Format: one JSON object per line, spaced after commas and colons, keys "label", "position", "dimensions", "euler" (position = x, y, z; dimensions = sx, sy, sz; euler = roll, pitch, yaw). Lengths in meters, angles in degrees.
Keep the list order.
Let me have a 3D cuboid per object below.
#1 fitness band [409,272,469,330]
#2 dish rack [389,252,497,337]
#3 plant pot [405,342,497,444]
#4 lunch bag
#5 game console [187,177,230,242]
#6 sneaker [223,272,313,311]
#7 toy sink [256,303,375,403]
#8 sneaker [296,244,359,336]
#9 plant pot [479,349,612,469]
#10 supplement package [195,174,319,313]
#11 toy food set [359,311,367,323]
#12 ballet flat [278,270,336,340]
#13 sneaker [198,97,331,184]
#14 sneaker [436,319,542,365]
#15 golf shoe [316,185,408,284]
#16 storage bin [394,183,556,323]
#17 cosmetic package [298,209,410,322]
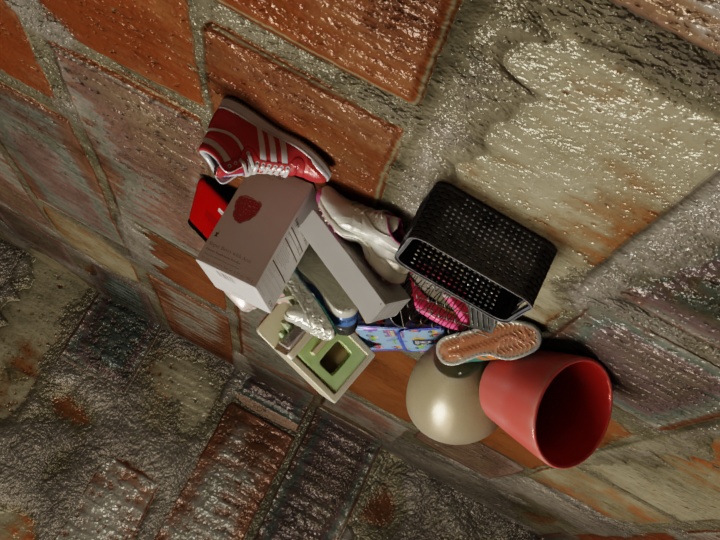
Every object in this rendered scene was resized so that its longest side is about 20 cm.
{"label": "fitness band", "position": [0.129, 0.044, 1.612], "dimensions": [0.142, 0.038, 0.200], "euler": [15, 157, 37]}
{"label": "dish rack", "position": [0.131, 0.040, 1.487], "dimensions": [0.197, 0.055, 0.155], "euler": [17, 135, 34]}
{"label": "plant pot", "position": [0.184, 0.207, 1.710], "dimensions": [0.198, 0.201, 0.136], "euler": [21, 143, 21]}
{"label": "lunch bag", "position": [0.098, 0.110, 1.794], "dimensions": [0.196, 0.096, 0.151], "euler": [9, 158, 15]}
{"label": "game console", "position": [-0.232, -0.071, 1.758], "dimensions": [0.200, 0.118, 0.174], "euler": [43, 132, 23]}
{"label": "sneaker", "position": [-0.164, 0.033, 1.665], "dimensions": [0.198, 0.076, 0.105], "euler": [20, 124, -25]}
{"label": "toy sink", "position": [-0.089, 0.143, 1.796], "dimensions": [0.200, 0.131, 0.112], "euler": [47, 168, -16]}
{"label": "sneaker", "position": [-0.066, 0.031, 1.620], "dimensions": [0.201, 0.076, 0.112], "euler": [50, 157, 30]}
{"label": "plant pot", "position": [0.318, 0.228, 1.602], "dimensions": [0.200, 0.202, 0.176], "euler": [40, 167, -34]}
{"label": "supplement package", "position": [-0.164, -0.057, 1.512], "dimensions": [0.120, 0.202, 0.120], "euler": [23, 162, 17]}
{"label": "toy food set", "position": [0.000, 0.000, 1.598], "dimensions": [0.145, 0.060, 0.200], "euler": [60, 171, 17]}
{"label": "ballet flat", "position": [-0.119, 0.049, 1.571], "dimensions": [0.201, 0.071, 0.072], "euler": [56, 168, 14]}
{"label": "sneaker", "position": [-0.147, -0.160, 1.351], "dimensions": [0.198, 0.114, 0.071], "euler": [31, 163, -7]}
{"label": "sneaker", "position": [0.235, 0.123, 1.597], "dimensions": [0.197, 0.073, 0.079], "euler": [-11, 179, 31]}
{"label": "golf shoe", "position": [0.017, -0.074, 1.431], "dimensions": [0.200, 0.075, 0.092], "euler": [44, 119, 3]}
{"label": "storage bin", "position": [0.162, -0.022, 1.289], "dimensions": [0.198, 0.095, 0.135], "euler": [30, 163, -2]}
{"label": "cosmetic package", "position": [-0.011, -0.011, 1.459], "dimensions": [0.201, 0.051, 0.082], "euler": [53, -153, 19]}
